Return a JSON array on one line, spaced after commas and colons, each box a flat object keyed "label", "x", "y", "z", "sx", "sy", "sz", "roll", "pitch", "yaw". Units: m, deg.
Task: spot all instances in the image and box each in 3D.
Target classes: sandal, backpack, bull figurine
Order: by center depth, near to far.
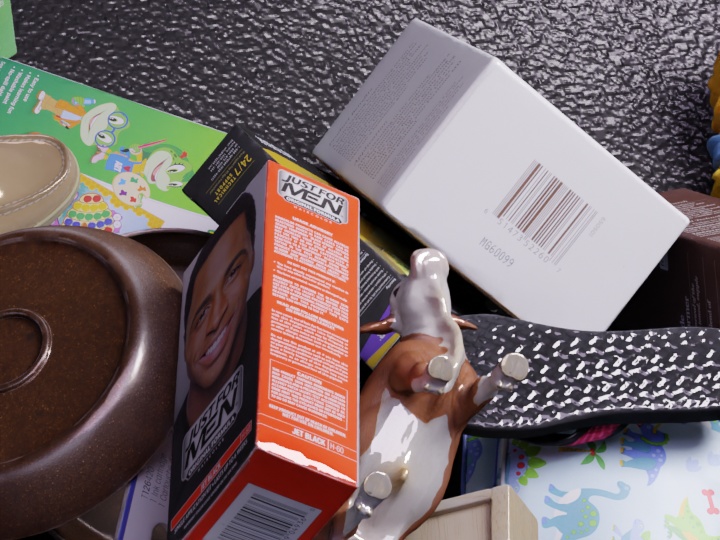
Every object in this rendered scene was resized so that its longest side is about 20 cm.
[{"label": "bull figurine", "x": 0.023, "y": 0.083, "z": 1.406, "sx": 0.065, "sy": 0.121, "sz": 0.201, "roll": 25, "pitch": 76, "yaw": -14}, {"label": "sandal", "x": 0.113, "y": 0.065, "z": 1.497, "sx": 0.198, "sy": 0.045, "sz": 0.076, "roll": 1, "pitch": 54, "yaw": -6}, {"label": "backpack", "x": 0.148, "y": 0.155, "z": 1.546, "sx": 0.198, "sy": 0.147, "sz": 0.184, "roll": 9, "pitch": 54, "yaw": -5}]

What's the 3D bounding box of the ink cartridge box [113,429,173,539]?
[{"label": "ink cartridge box", "x": -0.058, "y": 0.195, "z": 1.494, "sx": 0.199, "sy": 0.047, "sz": 0.199, "roll": 27, "pitch": 50, "yaw": -21}]

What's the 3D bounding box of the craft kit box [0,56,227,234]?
[{"label": "craft kit box", "x": -0.165, "y": -0.019, "z": 1.687, "sx": 0.196, "sy": 0.049, "sz": 0.201, "roll": 20, "pitch": 53, "yaw": 2}]

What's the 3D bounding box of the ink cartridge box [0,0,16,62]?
[{"label": "ink cartridge box", "x": -0.335, "y": -0.149, "z": 1.713, "sx": 0.146, "sy": 0.084, "sz": 0.200, "roll": 34, "pitch": 55, "yaw": 29}]

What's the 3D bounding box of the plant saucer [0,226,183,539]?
[{"label": "plant saucer", "x": -0.187, "y": 0.051, "z": 1.511, "sx": 0.199, "sy": 0.035, "sz": 0.201, "roll": -11, "pitch": 51, "yaw": 14}]

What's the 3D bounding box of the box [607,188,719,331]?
[{"label": "box", "x": 0.204, "y": 0.016, "z": 1.622, "sx": 0.074, "sy": 0.200, "sz": 0.101, "roll": -9, "pitch": 100, "yaw": -15}]

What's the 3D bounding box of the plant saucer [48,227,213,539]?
[{"label": "plant saucer", "x": -0.109, "y": 0.077, "z": 1.585, "sx": 0.199, "sy": 0.034, "sz": 0.202, "roll": 1, "pitch": 83, "yaw": -11}]

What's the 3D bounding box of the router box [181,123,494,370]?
[{"label": "router box", "x": 0.000, "y": 0.000, "z": 1.612, "sx": 0.157, "sy": 0.200, "sz": 0.052, "roll": 42, "pitch": 96, "yaw": 19}]

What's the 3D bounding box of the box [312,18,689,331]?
[{"label": "box", "x": 0.076, "y": -0.049, "z": 1.616, "sx": 0.152, "sy": 0.200, "sz": 0.107, "roll": 38, "pitch": 91, "yaw": -16}]

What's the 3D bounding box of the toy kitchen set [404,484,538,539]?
[{"label": "toy kitchen set", "x": 0.037, "y": 0.254, "z": 1.450, "sx": 0.162, "sy": 0.181, "sz": 0.201, "roll": -15, "pitch": 50, "yaw": 22}]

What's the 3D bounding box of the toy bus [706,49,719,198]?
[{"label": "toy bus", "x": 0.284, "y": -0.057, "z": 1.756, "sx": 0.199, "sy": 0.136, "sz": 0.192, "roll": 33, "pitch": 71, "yaw": 17}]

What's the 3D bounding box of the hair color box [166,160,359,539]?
[{"label": "hair color box", "x": -0.048, "y": 0.053, "z": 1.420, "sx": 0.061, "sy": 0.102, "sz": 0.201, "roll": 23, "pitch": 40, "yaw": -20}]

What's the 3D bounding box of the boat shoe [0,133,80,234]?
[{"label": "boat shoe", "x": -0.255, "y": -0.044, "z": 1.621, "sx": 0.199, "sy": 0.065, "sz": 0.072, "roll": -16, "pitch": 58, "yaw": -21}]
